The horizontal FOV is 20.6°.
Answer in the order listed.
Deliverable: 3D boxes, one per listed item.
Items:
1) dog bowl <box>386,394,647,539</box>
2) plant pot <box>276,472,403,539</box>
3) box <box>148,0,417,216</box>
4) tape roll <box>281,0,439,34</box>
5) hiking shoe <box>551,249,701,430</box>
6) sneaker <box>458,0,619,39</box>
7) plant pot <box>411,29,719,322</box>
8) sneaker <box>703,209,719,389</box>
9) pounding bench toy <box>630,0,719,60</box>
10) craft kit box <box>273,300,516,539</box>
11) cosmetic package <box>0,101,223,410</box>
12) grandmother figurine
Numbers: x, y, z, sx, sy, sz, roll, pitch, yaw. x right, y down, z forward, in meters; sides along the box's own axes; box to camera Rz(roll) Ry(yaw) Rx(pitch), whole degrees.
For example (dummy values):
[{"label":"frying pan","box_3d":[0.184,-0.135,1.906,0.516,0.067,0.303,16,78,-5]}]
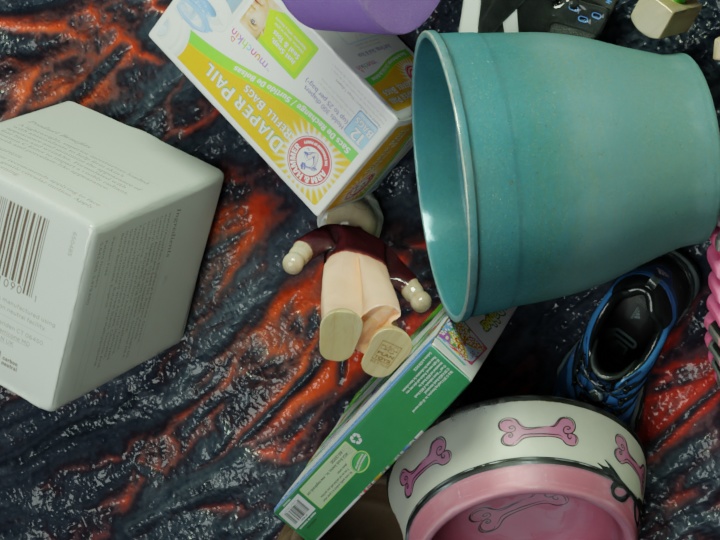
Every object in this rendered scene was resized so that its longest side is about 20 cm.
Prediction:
[{"label":"dog bowl","box_3d":[0.120,0.183,1.474,0.198,0.074,0.201,-2,138,-2]},{"label":"plant pot","box_3d":[-0.014,0.285,1.591,0.201,0.200,0.174,56,138,4]},{"label":"box","box_3d":[-0.045,-0.156,1.515,0.200,0.101,0.113,46,120,10]},{"label":"tape roll","box_3d":[0.004,-0.265,1.359,0.065,0.200,0.202,7,107,27]},{"label":"hiking shoe","box_3d":[0.179,0.072,1.468,0.074,0.087,0.201,29,116,18]},{"label":"sneaker","box_3d":[0.133,-0.225,1.403,0.111,0.073,0.201,11,132,10]},{"label":"plant pot","box_3d":[0.144,-0.075,1.370,0.186,0.200,0.202,-7,104,-6]},{"label":"sneaker","box_3d":[0.294,0.018,1.404,0.095,0.079,0.201,-5,117,-3]},{"label":"pounding bench toy","box_3d":[0.282,-0.222,1.306,0.199,0.124,0.157,11,109,26]},{"label":"craft kit box","box_3d":[0.036,0.089,1.485,0.048,0.198,0.200,40,121,-3]},{"label":"cosmetic package","box_3d":[-0.242,-0.018,1.596,0.164,0.200,0.166,25,114,20]},{"label":"grandmother figurine","box_3d":[0.000,0.000,1.498,0.121,0.201,0.061,29,116,-23]}]
